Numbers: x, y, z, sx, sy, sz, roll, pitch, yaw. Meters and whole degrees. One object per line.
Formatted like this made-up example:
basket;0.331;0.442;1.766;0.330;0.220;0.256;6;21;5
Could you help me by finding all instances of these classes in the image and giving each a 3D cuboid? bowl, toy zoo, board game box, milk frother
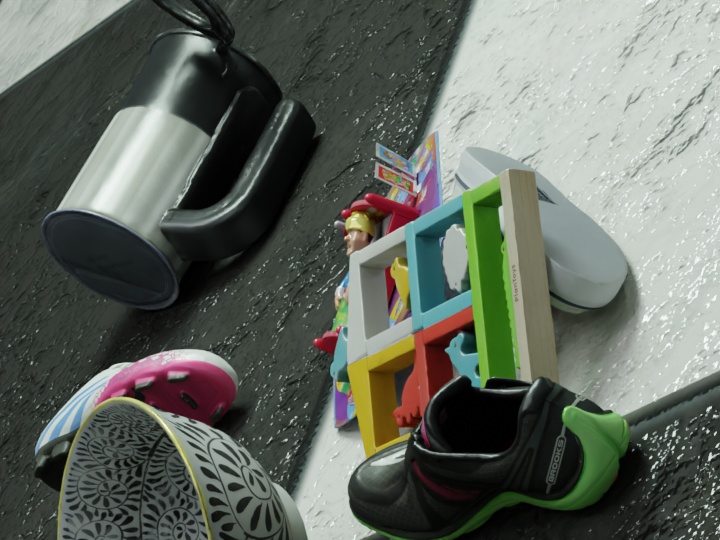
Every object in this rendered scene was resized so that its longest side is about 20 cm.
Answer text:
bowl;-0.088;0.168;1.582;0.201;0.094;0.201;11;103;59
toy zoo;0.042;0.034;1.593;0.200;0.020;0.131;-29;61;53
board game box;0.000;0.000;1.737;0.200;0.039;0.158;-90;25;-59
milk frother;-0.156;-0.109;2.077;0.180;0.200;0.188;-14;40;49

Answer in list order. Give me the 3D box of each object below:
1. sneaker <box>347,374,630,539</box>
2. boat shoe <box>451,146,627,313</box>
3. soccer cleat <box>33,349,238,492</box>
sneaker;0.058;0.092;1.486;0.200;0.084;0.077;-23;33;48
boat shoe;0.093;-0.010;1.617;0.066;0.072;0.200;-68;27;16
soccer cleat;-0.154;0.087;1.917;0.200;0.070;0.086;-31;28;38
